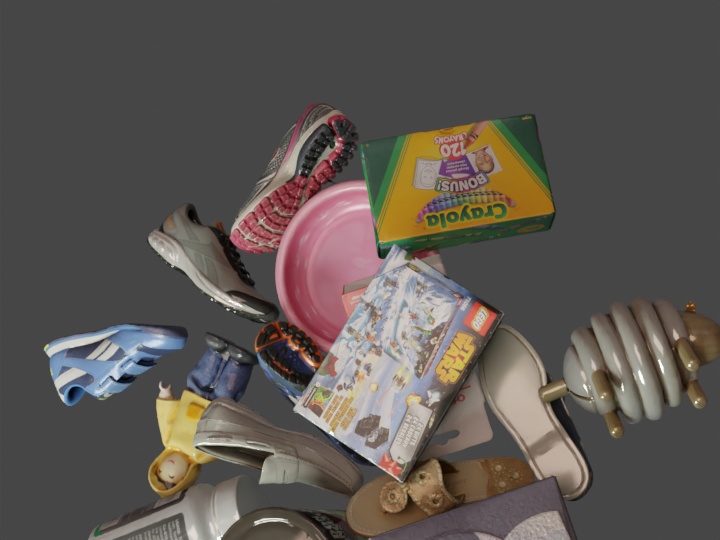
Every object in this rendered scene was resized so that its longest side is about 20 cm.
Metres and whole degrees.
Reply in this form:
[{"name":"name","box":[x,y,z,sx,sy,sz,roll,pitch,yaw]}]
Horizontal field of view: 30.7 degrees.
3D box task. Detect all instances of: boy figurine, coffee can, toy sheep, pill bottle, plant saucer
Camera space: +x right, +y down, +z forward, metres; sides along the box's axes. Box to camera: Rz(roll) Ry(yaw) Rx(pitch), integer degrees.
[{"name":"boy figurine","box":[-0.195,0.174,1.544,0.123,0.064,0.202,27,88,19]},{"name":"coffee can","box":[-0.053,0.326,1.387,0.144,0.200,0.149,-4,79,19]},{"name":"toy sheep","box":[0.276,0.095,1.341,0.197,0.138,0.140,-17,74,3]},{"name":"pill bottle","box":[-0.202,0.312,1.494,0.198,0.113,0.115,-23,73,16]},{"name":"plant saucer","box":[0.000,0.000,1.508,0.197,0.051,0.204,-4,79,19]}]

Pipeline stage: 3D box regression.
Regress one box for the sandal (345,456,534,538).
[{"name":"sandal","box":[0.086,0.217,1.372,0.208,0.070,0.078,-8,47,-14]}]

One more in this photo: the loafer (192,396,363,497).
[{"name":"loafer","box":[-0.093,0.212,1.472,0.197,0.070,0.070,22,55,6]}]

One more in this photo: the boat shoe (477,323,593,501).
[{"name":"boat shoe","box":[0.189,0.151,1.402,0.074,0.062,0.201,-35,73,9]}]

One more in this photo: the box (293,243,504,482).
[{"name":"box","box":[0.040,0.095,1.346,0.136,0.040,0.202,32,87,9]}]

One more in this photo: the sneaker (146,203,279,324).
[{"name":"sneaker","box":[-0.168,-0.008,1.563,0.199,0.074,0.080,39,90,23]}]

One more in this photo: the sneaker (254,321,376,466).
[{"name":"sneaker","box":[-0.041,0.141,1.490,0.075,0.079,0.200,-40,83,-19]}]

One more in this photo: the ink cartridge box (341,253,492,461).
[{"name":"ink cartridge box","box":[0.063,0.098,1.423,0.115,0.068,0.203,-17,98,3]}]

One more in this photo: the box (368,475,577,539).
[{"name":"box","box":[0.115,0.302,1.293,0.197,0.115,0.134,-17,72,-6]}]

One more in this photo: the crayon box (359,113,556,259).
[{"name":"crayon box","box":[0.105,-0.092,1.445,0.197,0.058,0.121,-10,72,-2]}]

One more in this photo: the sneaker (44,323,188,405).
[{"name":"sneaker","box":[-0.291,0.110,1.590,0.197,0.074,0.084,-14,77,26]}]

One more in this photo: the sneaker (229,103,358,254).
[{"name":"sneaker","box":[-0.083,-0.106,1.552,0.201,0.080,0.075,-50,43,3]}]
